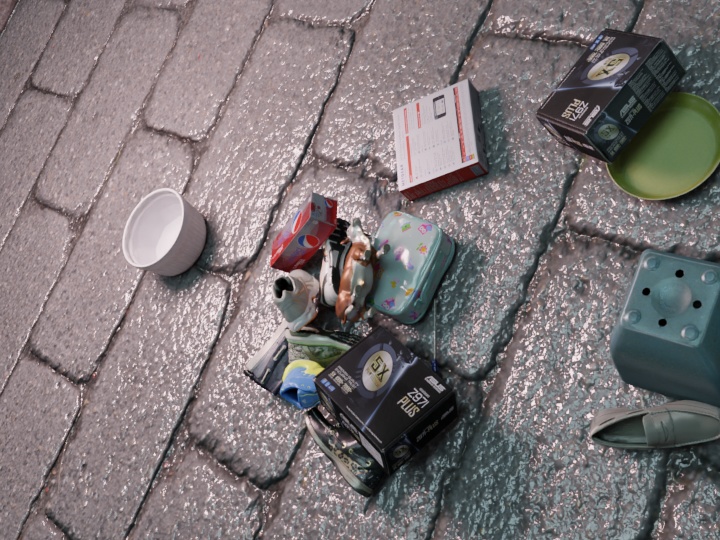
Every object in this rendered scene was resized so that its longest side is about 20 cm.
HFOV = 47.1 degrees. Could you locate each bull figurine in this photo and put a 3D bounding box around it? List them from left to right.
[{"bbox_3d":[0.000,0.000,1.530,0.121,0.064,0.203,169,110,-69],"label":"bull figurine"}]

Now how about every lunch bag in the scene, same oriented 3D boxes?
[{"bbox_3d":[0.083,-0.001,1.577,0.159,0.077,0.202,22,83,38],"label":"lunch bag"}]

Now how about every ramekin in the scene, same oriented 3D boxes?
[{"bbox_3d":[-0.460,-0.083,1.970,0.198,0.105,0.203,-14,62,29],"label":"ramekin"}]

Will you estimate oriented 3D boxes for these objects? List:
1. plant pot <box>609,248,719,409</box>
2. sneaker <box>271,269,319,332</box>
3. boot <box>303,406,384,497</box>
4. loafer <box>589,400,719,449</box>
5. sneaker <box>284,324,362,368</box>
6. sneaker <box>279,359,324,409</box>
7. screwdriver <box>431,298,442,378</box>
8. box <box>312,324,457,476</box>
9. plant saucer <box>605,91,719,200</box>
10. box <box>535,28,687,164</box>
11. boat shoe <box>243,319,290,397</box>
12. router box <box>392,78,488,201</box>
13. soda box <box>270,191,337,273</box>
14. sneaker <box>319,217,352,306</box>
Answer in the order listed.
[{"bbox_3d":[0.470,0.073,1.197,0.195,0.199,0.198,16,79,38],"label":"plant pot"},{"bbox_3d":[-0.133,0.033,1.621,0.075,0.092,0.201,-34,23,9],"label":"sneaker"},{"bbox_3d":[0.000,0.289,1.507,0.154,0.073,0.204,-47,56,4],"label":"boot"},{"bbox_3d":[0.437,0.235,1.220,0.198,0.070,0.071,-13,98,34],"label":"loafer"},{"bbox_3d":[-0.058,0.165,1.602,0.197,0.077,0.090,13,104,21],"label":"sneaker"},{"bbox_3d":[-0.060,0.226,1.536,0.197,0.077,0.105,2,31,22],"label":"sneaker"},{"bbox_3d":[0.132,0.147,1.504,0.029,0.028,0.203,-3,68,2],"label":"screwdriver"},{"bbox_3d":[0.042,0.220,1.424,0.163,0.087,0.200,-35,52,-18],"label":"box"},{"bbox_3d":[0.517,-0.206,1.401,0.198,0.031,0.203,-14,63,29],"label":"plant saucer"},{"bbox_3d":[0.428,-0.305,1.430,0.201,0.086,0.164,-50,29,5],"label":"box"},{"bbox_3d":[-0.138,0.163,1.670,0.093,0.075,0.201,40,89,16],"label":"boat shoe"},{"bbox_3d":[0.157,-0.263,1.663,0.177,0.049,0.203,-17,60,28],"label":"router box"},{"bbox_3d":[-0.118,-0.072,1.698,0.200,0.063,0.071,-46,35,48],"label":"soda box"},{"bbox_3d":[-0.054,-0.017,1.683,0.080,0.073,0.202,-43,33,48],"label":"sneaker"}]
